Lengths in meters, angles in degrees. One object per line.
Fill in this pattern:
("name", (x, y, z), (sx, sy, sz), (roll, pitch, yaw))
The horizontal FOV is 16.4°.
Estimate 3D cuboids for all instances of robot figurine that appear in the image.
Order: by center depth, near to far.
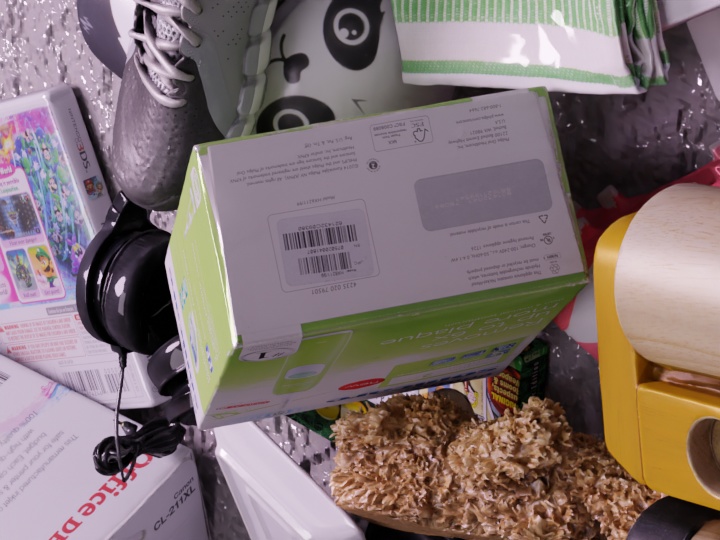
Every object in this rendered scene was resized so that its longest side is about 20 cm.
("robot figurine", (-0.048, -0.116, 1.124), (0.200, 0.125, 0.151), (38, 147, 28))

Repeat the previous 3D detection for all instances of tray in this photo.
("tray", (-0.030, 0.136, 1.247), (0.107, 0.022, 0.200), (42, 165, 24))

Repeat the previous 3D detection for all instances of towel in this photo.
("towel", (0.045, -0.167, 0.974), (0.152, 0.023, 0.201), (7, 117, 51))

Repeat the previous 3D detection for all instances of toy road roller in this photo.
("toy road roller", (0.182, 0.057, 0.951), (0.123, 0.146, 0.201), (13, 117, 50))

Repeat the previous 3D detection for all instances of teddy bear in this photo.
("teddy bear", (0.085, 0.094, 1.107), (0.199, 0.145, 0.067), (5, 74, 42))

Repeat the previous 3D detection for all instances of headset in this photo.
("headset", (-0.085, 0.028, 1.268), (0.124, 0.094, 0.200), (45, 122, 23))

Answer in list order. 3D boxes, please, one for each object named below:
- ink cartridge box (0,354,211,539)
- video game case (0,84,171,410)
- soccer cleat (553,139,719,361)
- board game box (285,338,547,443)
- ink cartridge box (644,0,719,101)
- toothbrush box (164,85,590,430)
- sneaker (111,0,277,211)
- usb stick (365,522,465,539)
("ink cartridge box", (-0.205, 0.135, 1.384), (0.200, 0.146, 0.083), (24, 141, 29))
("video game case", (-0.198, -0.005, 1.425), (0.200, 0.024, 0.183), (-7, 104, 49))
("soccer cleat", (0.149, -0.008, 1.025), (0.200, 0.067, 0.077), (-19, 111, 50))
("board game box", (0.008, 0.047, 1.232), (0.200, 0.023, 0.105), (26, 129, 37))
("ink cartridge box", (0.123, -0.159, 0.963), (0.116, 0.067, 0.201), (-20, 95, 50))
("toothbrush box", (0.000, 0.000, 1.051), (0.200, 0.145, 0.086), (125, 134, -75))
("sneaker", (-0.084, -0.118, 1.004), (0.075, 0.115, 0.201), (33, 110, 33))
("usb stick", (0.078, 0.178, 1.214), (0.200, 0.033, 0.056), (41, 143, 25))
